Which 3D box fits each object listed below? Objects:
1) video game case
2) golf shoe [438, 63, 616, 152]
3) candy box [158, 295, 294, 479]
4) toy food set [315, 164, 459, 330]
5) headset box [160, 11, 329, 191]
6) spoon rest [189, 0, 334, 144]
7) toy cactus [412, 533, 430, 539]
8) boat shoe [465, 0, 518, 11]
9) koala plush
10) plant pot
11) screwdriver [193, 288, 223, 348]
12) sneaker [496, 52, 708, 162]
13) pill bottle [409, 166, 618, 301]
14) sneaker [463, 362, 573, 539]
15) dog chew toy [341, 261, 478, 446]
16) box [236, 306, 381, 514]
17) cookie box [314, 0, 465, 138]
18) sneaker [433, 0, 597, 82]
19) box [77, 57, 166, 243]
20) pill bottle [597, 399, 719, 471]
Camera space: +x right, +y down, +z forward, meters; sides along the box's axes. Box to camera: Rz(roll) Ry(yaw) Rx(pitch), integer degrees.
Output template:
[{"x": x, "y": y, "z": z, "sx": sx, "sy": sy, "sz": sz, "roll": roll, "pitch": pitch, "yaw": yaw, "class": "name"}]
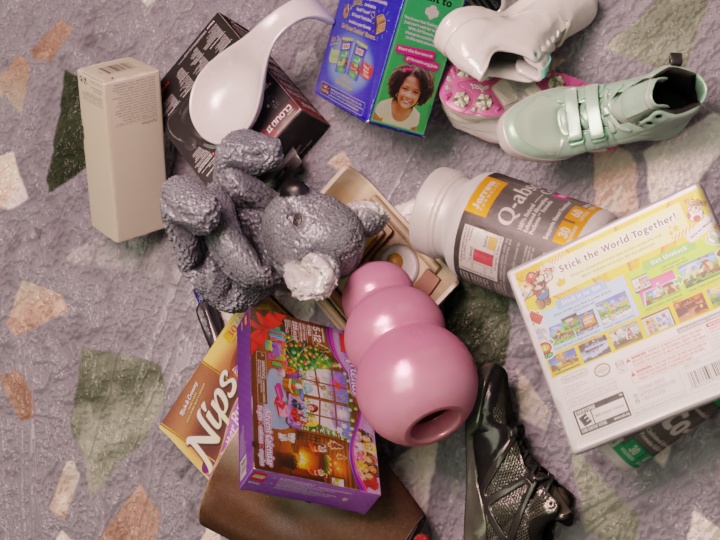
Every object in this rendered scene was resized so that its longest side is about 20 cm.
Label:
[{"x": 0.251, "y": 0.045, "z": 1.092, "sx": 0.198, "sy": 0.023, "sz": 0.185, "roll": -26, "pitch": 73, "yaw": 23, "class": "video game case"}, {"x": 0.178, "y": -0.164, "z": 1.267, "sx": 0.197, "sy": 0.092, "sz": 0.076, "roll": 17, "pitch": 73, "yaw": 6, "class": "golf shoe"}, {"x": -0.132, "y": 0.139, "z": 1.384, "sx": 0.116, "sy": 0.056, "sz": 0.201, "roll": 40, "pitch": 100, "yaw": 26, "class": "candy box"}, {"x": 0.000, "y": 0.000, "z": 1.334, "sx": 0.144, "sy": 0.060, "sz": 0.200, "roll": -48, "pitch": 66, "yaw": 13, "class": "toy food set"}, {"x": -0.144, "y": -0.179, "z": 1.425, "sx": 0.149, "sy": 0.077, "sz": 0.200, "roll": -47, "pitch": 66, "yaw": 13, "class": "headset box"}, {"x": -0.118, "y": -0.228, "z": 1.344, "sx": 0.200, "sy": 0.060, "sz": 0.100, "roll": -45, "pitch": 65, "yaw": 12, "class": "spoon rest"}, {"x": 0.114, "y": 0.328, "z": 1.187, "sx": 0.164, "sy": 0.102, "sz": 0.201, "roll": -36, "pitch": 97, "yaw": 9, "class": "toy cactus"}, {"x": 0.114, "y": -0.343, "z": 1.323, "sx": 0.074, "sy": 0.067, "sz": 0.201, "roll": -46, "pitch": 65, "yaw": 13, "class": "boat shoe"}, {"x": -0.078, "y": -0.035, "z": 1.272, "sx": 0.197, "sy": 0.178, "sz": 0.186, "roll": 5, "pitch": 122, "yaw": 27, "class": "koala plush"}, {"x": -0.037, "y": 0.242, "z": 1.265, "sx": 0.198, "sy": 0.187, "sz": 0.189, "roll": 31, "pitch": 97, "yaw": 15, "class": "plant pot"}, {"x": -0.203, "y": 0.007, "z": 1.458, "sx": 0.029, "sy": 0.028, "sz": 0.202, "roll": -47, "pitch": 59, "yaw": 45, "class": "screwdriver"}, {"x": 0.233, "y": -0.160, "z": 1.160, "sx": 0.197, "sy": 0.118, "sz": 0.075, "roll": -9, "pitch": 81, "yaw": -6, "class": "sneaker"}, {"x": 0.156, "y": -0.032, "z": 1.228, "sx": 0.198, "sy": 0.116, "sz": 0.118, "roll": 22, "pitch": 92, "yaw": 28, "class": "pill bottle"}, {"x": 0.163, "y": 0.195, "z": 1.216, "sx": 0.112, "sy": 0.076, "sz": 0.203, "roll": -3, "pitch": 83, "yaw": 23, "class": "sneaker"}, {"x": 0.039, "y": 0.074, "z": 1.215, "sx": 0.124, "sy": 0.124, "sz": 0.202, "roll": -36, "pitch": 53, "yaw": 18, "class": "dog chew toy"}, {"x": -0.055, "y": 0.137, "z": 1.207, "sx": 0.039, "sy": 0.135, "sz": 0.202, "roll": -54, "pitch": 30, "yaw": 39, "class": "box"}, {"x": 0.035, "y": -0.263, "z": 1.286, "sx": 0.171, "sy": 0.074, "sz": 0.203, "roll": 41, "pitch": 117, "yaw": 61, "class": "cookie box"}, {"x": 0.174, "y": -0.230, "z": 1.222, "sx": 0.089, "sy": 0.198, "sz": 0.076, "roll": 54, "pitch": 149, "yaw": 29, "class": "sneaker"}, {"x": -0.281, "y": -0.143, "z": 1.433, "sx": 0.068, "sy": 0.081, "sz": 0.203, "roll": 28, "pitch": 126, "yaw": 41, "class": "box"}, {"x": 0.299, "y": 0.089, "z": 1.138, "sx": 0.199, "sy": 0.113, "sz": 0.114, "roll": -40, "pitch": 67, "yaw": 17, "class": "pill bottle"}]
